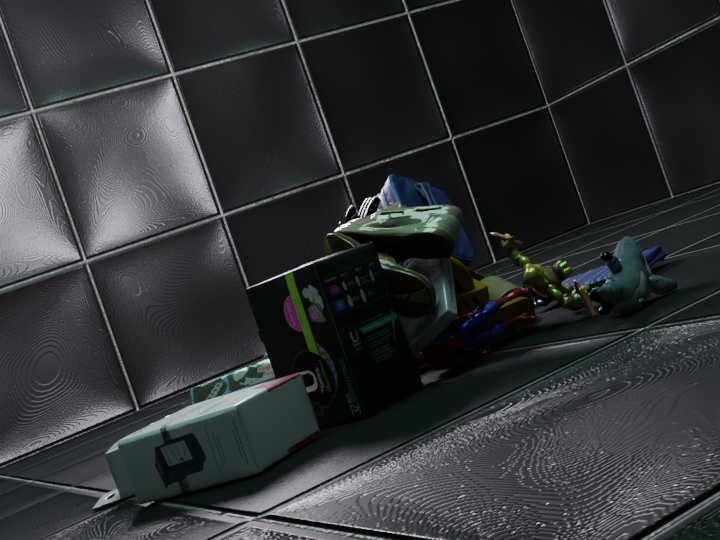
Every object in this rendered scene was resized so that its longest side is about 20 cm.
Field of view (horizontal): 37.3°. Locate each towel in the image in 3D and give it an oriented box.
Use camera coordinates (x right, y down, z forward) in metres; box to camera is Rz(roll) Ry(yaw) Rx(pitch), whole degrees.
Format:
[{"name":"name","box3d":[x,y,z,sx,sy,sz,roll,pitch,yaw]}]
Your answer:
[{"name":"towel","box3d":[0.391,0.015,1.742,0.198,0.024,0.144,-23,1,35]}]

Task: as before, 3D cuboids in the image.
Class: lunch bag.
[{"name":"lunch bag","box3d":[0.088,-0.057,1.676,0.134,0.202,0.133,13,-51,-34]}]

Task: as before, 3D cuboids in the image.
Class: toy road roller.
[{"name":"toy road roller","box3d":[0.146,0.034,1.553,0.197,0.149,0.123,-18,19,-18]}]

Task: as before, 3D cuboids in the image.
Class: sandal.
[{"name":"sandal","box3d":[0.029,0.006,1.432,0.198,0.082,0.054,23,30,35]}]

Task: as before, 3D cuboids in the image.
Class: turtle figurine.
[{"name":"turtle figurine","box3d":[0.271,0.022,1.503,0.160,0.199,0.065,15,-70,-56]}]

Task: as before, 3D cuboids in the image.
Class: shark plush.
[{"name":"shark plush","box3d":[0.319,0.014,1.357,0.090,0.085,0.198,-20,1,44]}]

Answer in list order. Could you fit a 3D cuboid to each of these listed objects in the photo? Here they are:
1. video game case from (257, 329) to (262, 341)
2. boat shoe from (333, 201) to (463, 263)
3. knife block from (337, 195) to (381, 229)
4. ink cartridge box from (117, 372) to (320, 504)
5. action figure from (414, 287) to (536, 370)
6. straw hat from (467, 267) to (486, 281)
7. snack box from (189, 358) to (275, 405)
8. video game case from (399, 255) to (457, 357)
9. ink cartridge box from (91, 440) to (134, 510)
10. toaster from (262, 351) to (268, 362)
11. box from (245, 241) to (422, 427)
[{"name":"video game case","box3d":[-0.044,0.063,1.733,0.198,0.026,0.180,-12,13,48]},{"name":"boat shoe","box3d":[0.051,-0.056,1.453,0.197,0.072,0.066,-2,53,39]},{"name":"knife block","box3d":[0.000,0.000,1.540,0.063,0.202,0.177,22,-58,-24]},{"name":"ink cartridge box","box3d":[-0.172,0.203,1.294,0.197,0.086,0.144,-20,1,31]},{"name":"action figure","box3d":[0.151,0.087,1.468,0.197,0.067,0.052,-25,15,-18]},{"name":"straw hat","box3d":[0.185,0.058,1.759,0.086,0.199,0.201,-60,2,-3]},{"name":"snack box","box3d":[-0.140,0.183,1.581,0.197,0.038,0.117,-21,-38,3]},{"name":"video game case","box3d":[0.062,0.047,1.477,0.023,0.184,0.200,22,-49,-24]},{"name":"ink cartridge box","box3d":[-0.280,0.254,1.470,0.197,0.068,0.116,-21,0,-6]},{"name":"toaster","box3d":[-0.071,0.147,1.739,0.128,0.116,0.198,-23,6,-38]},{"name":"box","box3d":[-0.035,0.087,1.394,0.147,0.204,0.123,-20,0,45]}]
